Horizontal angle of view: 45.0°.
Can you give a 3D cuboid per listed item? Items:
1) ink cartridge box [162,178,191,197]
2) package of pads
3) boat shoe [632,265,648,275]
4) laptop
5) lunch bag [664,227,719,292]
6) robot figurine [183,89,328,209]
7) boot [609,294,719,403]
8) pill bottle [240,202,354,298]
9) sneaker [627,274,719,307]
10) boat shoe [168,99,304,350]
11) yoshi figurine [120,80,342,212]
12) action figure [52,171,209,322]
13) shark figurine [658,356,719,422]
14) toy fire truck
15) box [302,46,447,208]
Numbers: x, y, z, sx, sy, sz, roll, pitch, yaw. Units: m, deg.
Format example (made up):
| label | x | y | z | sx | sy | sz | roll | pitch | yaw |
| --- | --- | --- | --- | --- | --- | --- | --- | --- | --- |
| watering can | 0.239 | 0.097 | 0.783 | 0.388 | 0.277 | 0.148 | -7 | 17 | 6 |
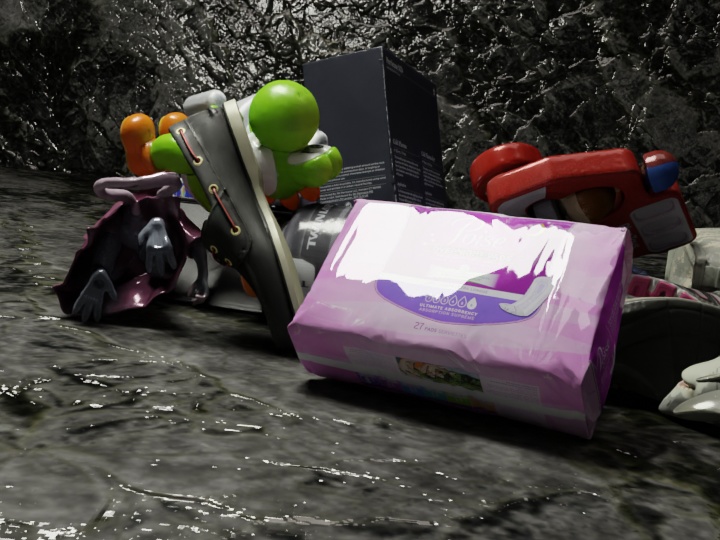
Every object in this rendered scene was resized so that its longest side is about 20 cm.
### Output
| label | x | y | z | sx | sy | sz | roll | pitch | yaw |
| --- | --- | --- | --- | --- | --- | --- | --- | --- | --- |
| ink cartridge box | -0.197 | -0.062 | 1.102 | 0.037 | 0.096 | 0.199 | 0 | 9 | -37 |
| package of pads | 0.064 | 0.022 | 0.552 | 0.198 | 0.121 | 0.076 | 8 | -34 | 28 |
| boat shoe | 0.300 | 0.012 | 1.078 | 0.092 | 0.075 | 0.200 | 33 | 6 | 12 |
| laptop | -0.133 | -0.009 | 0.901 | 0.185 | 0.117 | 0.200 | 8 | -9 | 14 |
| lunch bag | 0.387 | 0.020 | 0.837 | 0.162 | 0.119 | 0.200 | 7 | 3 | 13 |
| robot figurine | -0.116 | -0.122 | 0.923 | 0.199 | 0.170 | 0.113 | -2 | 43 | 55 |
| boot | 0.186 | 0.047 | 0.658 | 0.201 | 0.074 | 0.154 | 5 | 5 | 2 |
| pill bottle | 0.000 | 0.000 | 0.741 | 0.198 | 0.108 | 0.106 | 7 | 8 | 15 |
| sneaker | 0.283 | 0.048 | 0.729 | 0.198 | 0.075 | 0.087 | 13 | 9 | 13 |
| boat shoe | -0.090 | -0.030 | 0.668 | 0.063 | 0.203 | 0.074 | -21 | -9 | -5 |
| yoshi figurine | -0.108 | -0.123 | 0.765 | 0.198 | 0.113 | 0.112 | 8 | -27 | 25 |
| action figure | -0.201 | -0.035 | 0.754 | 0.132 | 0.151 | 0.200 | -1 | 22 | -3 |
| shark figurine | 0.239 | 0.079 | 0.466 | 0.127 | 0.090 | 0.214 | -27 | -8 | 11 |
| toy fire truck | 0.197 | -0.049 | 0.757 | 0.167 | 0.113 | 0.200 | -20 | -30 | 20 |
| box | 0.023 | -0.148 | 1.049 | 0.103 | 0.184 | 0.200 | -6 | -4 | 22 |
